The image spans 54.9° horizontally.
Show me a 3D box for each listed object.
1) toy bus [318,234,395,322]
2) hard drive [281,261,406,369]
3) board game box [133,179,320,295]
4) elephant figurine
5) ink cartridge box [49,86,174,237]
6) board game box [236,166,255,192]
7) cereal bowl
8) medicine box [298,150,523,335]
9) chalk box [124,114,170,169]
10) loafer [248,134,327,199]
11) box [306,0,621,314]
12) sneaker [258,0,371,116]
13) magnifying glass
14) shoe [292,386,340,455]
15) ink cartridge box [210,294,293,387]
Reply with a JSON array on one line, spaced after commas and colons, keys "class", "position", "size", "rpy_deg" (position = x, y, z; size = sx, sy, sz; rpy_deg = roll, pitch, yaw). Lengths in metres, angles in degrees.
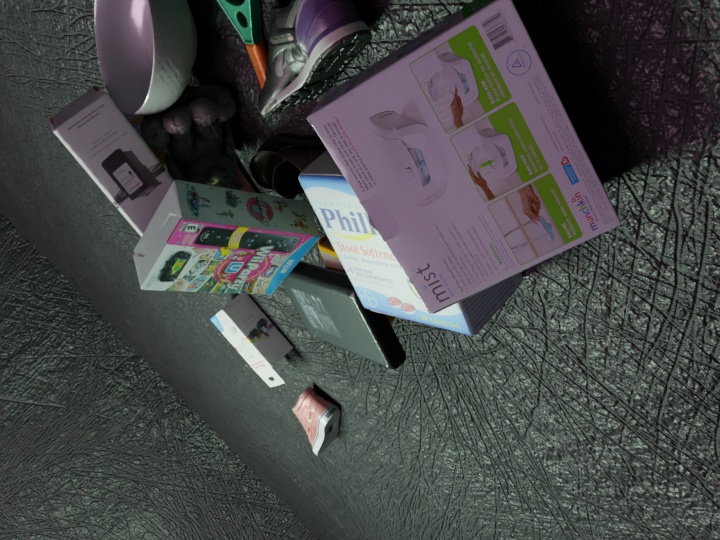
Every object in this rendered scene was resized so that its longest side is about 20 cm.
[{"class": "toy bus", "position": [0.000, 0.000, 0.959], "size": [0.078, 0.065, 0.201], "rpy_deg": [23, 145, 41]}, {"class": "hard drive", "position": [-0.032, 0.058, 0.976], "size": [0.200, 0.033, 0.140], "rpy_deg": [15, 139, 52]}, {"class": "board game box", "position": [-0.177, -0.036, 0.921], "size": [0.148, 0.199, 0.064], "rpy_deg": [-46, 54, 38]}, {"class": "elephant figurine", "position": [-0.226, -0.156, 0.998], "size": [0.141, 0.156, 0.200], "rpy_deg": [-5, 133, 15]}, {"class": "ink cartridge box", "position": [-0.322, -0.140, 0.949], "size": [0.200, 0.083, 0.145], "rpy_deg": [56, 168, -29]}, {"class": "board game box", "position": [-0.197, -0.078, 1.099], "size": [0.200, 0.103, 0.019], "rpy_deg": [56, 173, -18]}, {"class": "cereal bowl", "position": [-0.267, -0.300, 0.886], "size": [0.200, 0.083, 0.201], "rpy_deg": [21, 117, 48]}, {"class": "medicine box", "position": [0.055, -0.047, 0.773], "size": [0.182, 0.103, 0.200], "rpy_deg": [11, 137, 49]}, {"class": "chalk box", "position": [-0.359, -0.202, 1.142], "size": [0.200, 0.124, 0.124], "rpy_deg": [37, 152, 17]}, {"class": "loafer", "position": [-0.097, -0.133, 0.911], "size": [0.200, 0.071, 0.073], "rpy_deg": [4, 131, 53]}, {"class": "box", "position": [0.085, -0.094, 0.573], "size": [0.176, 0.097, 0.200], "rpy_deg": [-28, 109, 19]}, {"class": "sneaker", "position": [-0.063, -0.236, 0.729], "size": [0.200, 0.076, 0.088], "rpy_deg": [-25, 93, 57]}, {"class": "magnifying glass", "position": [-0.133, -0.288, 0.812], "size": [0.079, 0.022, 0.201], "rpy_deg": [22, 144, 40]}, {"class": "shoe", "position": [-0.101, 0.337, 1.560], "size": [0.091, 0.071, 0.200], "rpy_deg": [38, 147, 20]}, {"class": "ink cartridge box", "position": [-0.219, 0.148, 1.472], "size": [0.200, 0.068, 0.115], "rpy_deg": [50, 153, -5]}]
